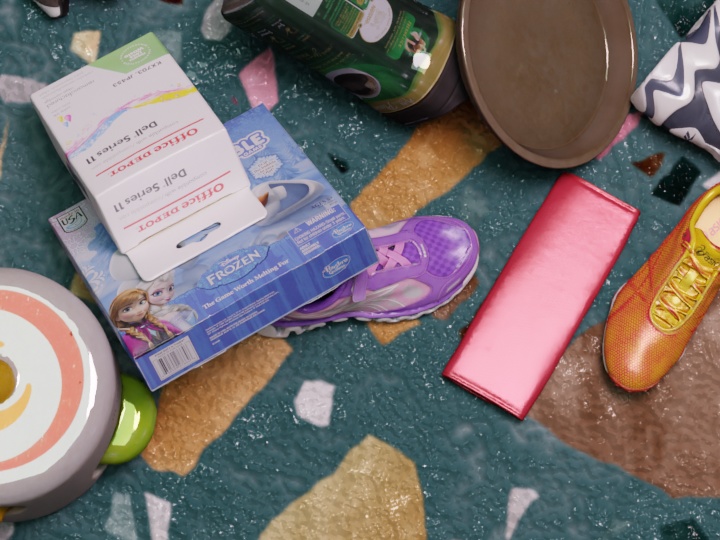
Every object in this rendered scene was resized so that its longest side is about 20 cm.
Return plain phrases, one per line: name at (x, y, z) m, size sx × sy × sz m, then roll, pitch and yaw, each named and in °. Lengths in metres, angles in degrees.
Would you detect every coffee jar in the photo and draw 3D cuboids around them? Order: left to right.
coffee jar at (-0.004, -0.192, 1.627) m, size 0.200 × 0.104 × 0.085 m, roll 30°, pitch 73°, yaw -23°

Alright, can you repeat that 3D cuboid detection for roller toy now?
roller toy at (-0.276, 0.096, 1.559) m, size 0.200 × 0.140 × 0.183 m, roll -32°, pitch 80°, yaw -9°

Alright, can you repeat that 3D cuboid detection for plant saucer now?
plant saucer at (0.147, -0.180, 1.651) m, size 0.200 × 0.029 × 0.200 m, roll 4°, pitch 83°, yaw -40°

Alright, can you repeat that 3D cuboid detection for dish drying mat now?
dish drying mat at (0.148, 0.019, 1.660) m, size 0.077 × 0.018 × 0.200 m, roll 30°, pitch 78°, yaw 5°

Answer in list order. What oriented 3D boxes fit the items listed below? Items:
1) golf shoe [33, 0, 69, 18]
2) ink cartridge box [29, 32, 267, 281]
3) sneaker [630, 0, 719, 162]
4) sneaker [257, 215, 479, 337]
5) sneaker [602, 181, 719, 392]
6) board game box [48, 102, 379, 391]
golf shoe at (-0.193, -0.278, 1.676) m, size 0.200 × 0.078 × 0.095 m, roll -26°, pitch 94°, yaw 16°
ink cartridge box at (-0.165, -0.091, 1.593) m, size 0.117 × 0.067 × 0.200 m, roll -29°, pitch 44°, yaw -9°
sneaker at (0.332, -0.171, 1.683) m, size 0.130 × 0.079 × 0.199 m, roll 42°, pitch 74°, yaw 2°
sneaker at (0.000, 0.000, 1.621) m, size 0.200 × 0.088 × 0.081 m, roll -13°, pitch 76°, yaw -7°
sneaker at (0.255, 0.006, 1.638) m, size 0.073 × 0.077 × 0.200 m, roll 30°, pitch 79°, yaw 3°
board game box at (-0.117, -0.024, 1.589) m, size 0.200 × 0.043 × 0.199 m, roll -30°, pitch 42°, yaw -9°
